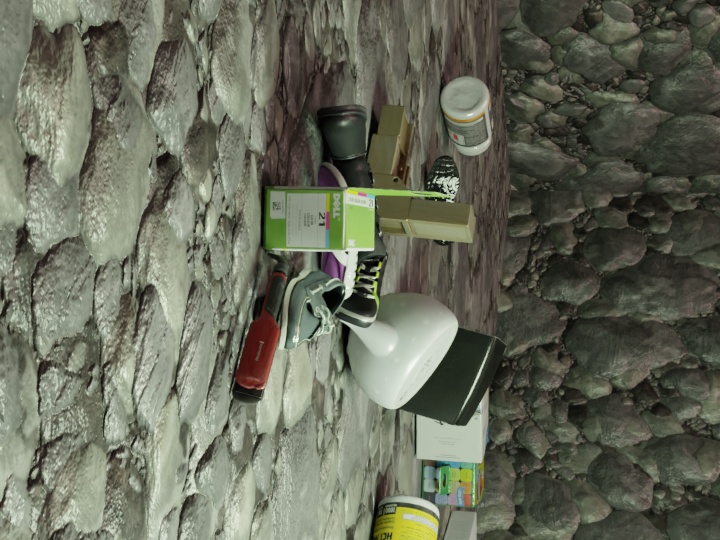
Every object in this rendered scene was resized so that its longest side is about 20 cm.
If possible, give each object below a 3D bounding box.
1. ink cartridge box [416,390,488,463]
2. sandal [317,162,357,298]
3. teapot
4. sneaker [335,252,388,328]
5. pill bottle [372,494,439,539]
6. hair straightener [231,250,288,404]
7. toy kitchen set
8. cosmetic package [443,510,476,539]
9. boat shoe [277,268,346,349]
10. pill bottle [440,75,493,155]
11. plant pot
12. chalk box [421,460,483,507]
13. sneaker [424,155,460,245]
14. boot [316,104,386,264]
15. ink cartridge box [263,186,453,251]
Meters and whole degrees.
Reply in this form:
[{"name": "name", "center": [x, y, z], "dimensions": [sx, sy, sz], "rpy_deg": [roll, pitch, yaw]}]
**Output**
[{"name": "ink cartridge box", "center": [0.201, 0.295, 2.301], "dimensions": [0.147, 0.144, 0.200], "rpy_deg": [-38, 129, -74]}, {"name": "sandal", "center": [-0.041, -0.043, 1.409], "dimensions": [0.050, 0.082, 0.203], "rpy_deg": [-22, 124, -28]}, {"name": "teapot", "center": [0.047, 0.105, 1.640], "dimensions": [0.197, 0.146, 0.200], "rpy_deg": [-40, 158, -39]}, {"name": "sneaker", "center": [0.000, 0.000, 1.526], "dimensions": [0.200, 0.072, 0.083], "rpy_deg": [-87, -163, -57]}, {"name": "pill bottle", "center": [0.072, 0.503, 1.847], "dimensions": [0.113, 0.112, 0.200], "rpy_deg": [75, 21, -52]}, {"name": "hair straightener", "center": [-0.112, 0.063, 1.190], "dimensions": [0.077, 0.041, 0.200], "rpy_deg": [110, -12, -51]}, {"name": "toy kitchen set", "center": [0.113, -0.146, 1.778], "dimensions": [0.163, 0.180, 0.200], "rpy_deg": [59, 39, -69]}, {"name": "cosmetic package", "center": [0.260, 0.723, 2.786], "dimensions": [0.200, 0.074, 0.102], "rpy_deg": [-53, 143, -71]}, {"name": "boat shoe", "center": [-0.058, 0.046, 1.289], "dimensions": [0.200, 0.062, 0.073], "rpy_deg": [-65, 166, -73]}, {"name": "pill bottle", "center": [0.255, -0.361, 2.508], "dimensions": [0.200, 0.116, 0.117], "rpy_deg": [66, 29, -64]}, {"name": "plant pot", "center": [0.149, 0.192, 2.007], "dimensions": [0.200, 0.200, 0.178], "rpy_deg": [35, 71, -75]}, {"name": "chalk box", "center": [0.209, 0.468, 2.410], "dimensions": [0.200, 0.124, 0.125], "rpy_deg": [16, 76, -77]}, {"name": "sneaker", "center": [0.175, -0.162, 2.332], "dimensions": [0.088, 0.076, 0.200], "rpy_deg": [-95, -175, -67]}, {"name": "boot", "center": [-0.010, -0.112, 1.428], "dimensions": [0.165, 0.066, 0.200], "rpy_deg": [23, 62, -81]}, {"name": "ink cartridge box", "center": [0.000, -0.059, 1.262], "dimensions": [0.148, 0.200, 0.076], "rpy_deg": [-4, 96, -77]}]
